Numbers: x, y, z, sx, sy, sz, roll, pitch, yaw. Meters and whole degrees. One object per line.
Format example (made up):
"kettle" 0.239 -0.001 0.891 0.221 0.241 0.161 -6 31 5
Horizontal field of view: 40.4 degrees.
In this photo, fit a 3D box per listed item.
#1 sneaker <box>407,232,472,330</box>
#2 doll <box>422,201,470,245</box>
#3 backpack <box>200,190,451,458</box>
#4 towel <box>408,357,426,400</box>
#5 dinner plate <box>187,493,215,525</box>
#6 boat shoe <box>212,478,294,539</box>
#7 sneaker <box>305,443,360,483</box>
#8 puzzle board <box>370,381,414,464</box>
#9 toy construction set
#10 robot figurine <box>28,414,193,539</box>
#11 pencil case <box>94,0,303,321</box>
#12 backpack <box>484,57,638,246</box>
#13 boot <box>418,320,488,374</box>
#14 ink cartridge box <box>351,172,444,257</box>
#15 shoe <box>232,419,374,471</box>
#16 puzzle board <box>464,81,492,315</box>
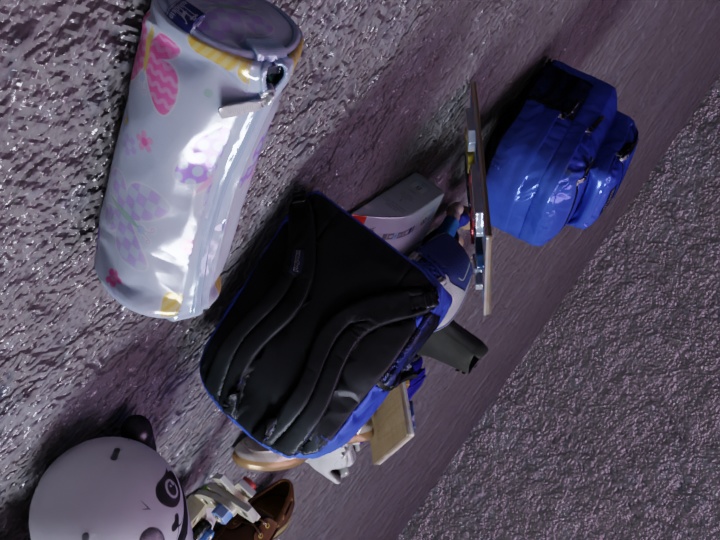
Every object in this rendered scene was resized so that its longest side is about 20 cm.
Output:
"sneaker" 0.045 0.029 1.018 0.199 0.080 0.116 -42 161 -21
"doll" 0.095 -0.024 1.184 0.138 0.048 0.200 -63 175 29
"backpack" -0.028 0.065 0.868 0.201 0.162 0.168 -54 162 0
"towel" 0.033 0.220 1.564 0.149 0.049 0.199 -61 162 21
"dinner plate" -0.227 0.340 1.151 0.200 0.024 0.201 -46 161 -20
"boat shoe" -0.148 0.341 1.292 0.200 0.071 0.068 -37 153 -59
"sneaker" -0.033 0.212 1.306 0.074 0.087 0.201 -40 158 -31
"puzzle board" 0.032 0.148 1.212 0.017 0.153 0.200 -4 161 -13
"toy construction set" -0.197 0.275 1.004 0.199 0.092 0.132 -33 156 -24
"robot figurine" -0.197 0.216 0.801 0.124 0.151 0.201 -27 155 -20
"pencil case" -0.098 -0.066 0.574 0.083 0.090 0.201 -32 154 -50
"backpack" 0.236 -0.134 1.201 0.200 0.166 0.164 -49 157 -35
"boot" 0.111 0.118 1.417 0.078 0.138 0.201 -47 164 -17
"ink cartridge box" 0.000 0.000 1.041 0.200 0.047 0.161 -38 158 -48
"shoe" -0.067 0.191 1.176 0.198 0.069 0.054 -9 108 -38
"puzzle board" 0.125 -0.076 1.049 0.151 0.017 0.203 78 9 -57
